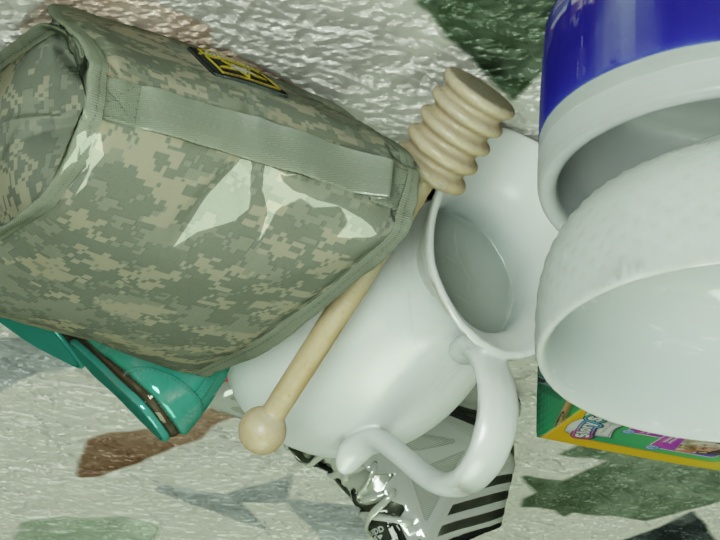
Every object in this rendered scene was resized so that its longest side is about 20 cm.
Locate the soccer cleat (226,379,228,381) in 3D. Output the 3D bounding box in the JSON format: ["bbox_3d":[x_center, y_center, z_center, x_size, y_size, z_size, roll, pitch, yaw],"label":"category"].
[{"bbox_3d":[-0.033,0.037,1.334,0.199,0.067,0.076,10,-164,-37],"label":"soccer cleat"}]

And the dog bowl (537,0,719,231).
[{"bbox_3d":[0.174,-0.066,1.027,0.199,0.079,0.200,2,157,1],"label":"dog bowl"}]

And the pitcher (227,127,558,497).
[{"bbox_3d":[0.015,0.042,1.179,0.121,0.173,0.200,22,150,-28],"label":"pitcher"}]

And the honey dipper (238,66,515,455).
[{"bbox_3d":[0.000,0.000,1.100,0.038,0.038,0.201,23,108,-38],"label":"honey dipper"}]

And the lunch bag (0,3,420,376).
[{"bbox_3d":[-0.087,-0.039,1.075,0.163,0.118,0.200,17,158,-28],"label":"lunch bag"}]

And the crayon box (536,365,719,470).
[{"bbox_3d":[0.187,0.045,1.309,0.118,0.059,0.200,12,156,-18],"label":"crayon box"}]

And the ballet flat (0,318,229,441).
[{"bbox_3d":[-0.131,0.021,1.253,0.200,0.070,0.068,30,157,44],"label":"ballet flat"}]

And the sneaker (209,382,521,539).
[{"bbox_3d":[0.000,0.112,1.415,0.199,0.116,0.076,11,156,-17],"label":"sneaker"}]

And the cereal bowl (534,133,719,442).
[{"bbox_3d":[0.168,-0.001,0.972,0.199,0.084,0.200,3,157,1],"label":"cereal bowl"}]
